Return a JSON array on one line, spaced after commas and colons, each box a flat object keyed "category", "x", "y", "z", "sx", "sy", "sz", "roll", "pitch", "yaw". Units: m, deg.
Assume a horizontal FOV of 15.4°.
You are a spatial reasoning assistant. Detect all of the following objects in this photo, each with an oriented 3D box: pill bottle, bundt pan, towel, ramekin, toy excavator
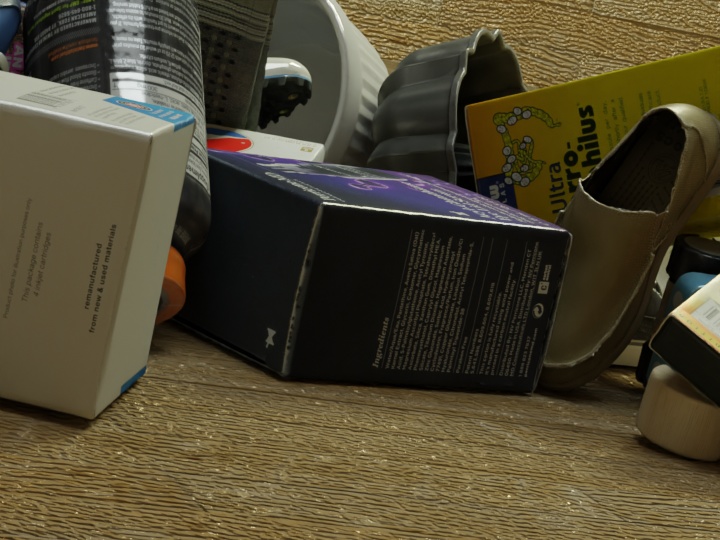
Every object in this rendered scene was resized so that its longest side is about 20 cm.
[{"category": "pill bottle", "x": -0.140, "y": -0.068, "z": 1.531, "sx": 0.105, "sy": 0.201, "sz": 0.106, "roll": -4, "pitch": -29, "yaw": -2}, {"category": "bundt pan", "x": 0.061, "y": -0.064, "z": 1.829, "sx": 0.075, "sy": 0.203, "sz": 0.202, "roll": -3, "pitch": 3, "yaw": 21}, {"category": "towel", "x": -0.153, "y": -0.152, "z": 1.702, "sx": 0.199, "sy": 0.193, "sz": 0.035, "roll": 19, "pitch": 44, "yaw": 2}, {"category": "ramekin", "x": -0.067, "y": -0.104, "z": 1.864, "sx": 0.199, "sy": 0.201, "sz": 0.105, "roll": 18, "pitch": -4, "yaw": 34}, {"category": "toy excavator", "x": 0.232, "y": 0.059, "z": 1.626, "sx": 0.193, "sy": 0.100, "sz": 0.200, "roll": 8, "pitch": 19, "yaw": -23}]

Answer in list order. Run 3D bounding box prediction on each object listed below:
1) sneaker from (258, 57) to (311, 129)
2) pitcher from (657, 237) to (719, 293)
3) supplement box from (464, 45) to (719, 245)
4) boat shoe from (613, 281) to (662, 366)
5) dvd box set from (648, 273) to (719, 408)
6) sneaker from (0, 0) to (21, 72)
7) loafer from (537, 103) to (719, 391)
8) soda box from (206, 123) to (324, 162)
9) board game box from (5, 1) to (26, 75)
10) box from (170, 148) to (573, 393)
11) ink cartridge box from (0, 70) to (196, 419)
[{"category": "sneaker", "x": -0.124, "y": -0.128, "z": 1.801, "sx": 0.199, "sy": 0.073, "sz": 0.072, "roll": -5, "pitch": -18, "yaw": 28}, {"category": "pitcher", "x": 0.273, "y": 0.007, "z": 1.959, "sx": 0.171, "sy": 0.122, "sz": 0.199, "roll": -7, "pitch": -17, "yaw": 42}, {"category": "supplement box", "x": 0.184, "y": -0.072, "z": 1.737, "sx": 0.199, "sy": 0.110, "sz": 0.109, "roll": -12, "pitch": -7, "yaw": 26}, {"category": "boat shoe", "x": 0.171, "y": 0.025, "z": 1.794, "sx": 0.199, "sy": 0.067, "sz": 0.070, "roll": 5, "pitch": 12, "yaw": -39}, {"category": "dvd box set", "x": 0.270, "y": 0.049, "z": 1.568, "sx": 0.146, "sy": 0.029, "sz": 0.200, "roll": 40, "pitch": 33, "yaw": 12}, {"category": "sneaker", "x": -0.216, "y": -0.066, "z": 1.493, "sx": 0.146, "sy": 0.081, "sz": 0.200, "roll": 32, "pitch": 57, "yaw": 16}, {"category": "loafer", "x": 0.151, "y": -0.022, "z": 1.631, "sx": 0.076, "sy": 0.201, "sz": 0.067, "roll": 25, "pitch": -7, "yaw": 31}, {"category": "soda box", "x": -0.128, "y": -0.059, "z": 1.694, "sx": 0.199, "sy": 0.064, "sz": 0.068, "roll": 10, "pitch": 21, "yaw": 9}, {"category": "board game box", "x": -0.299, "y": -0.097, "z": 1.600, "sx": 0.199, "sy": 0.160, "sz": 0.097, "roll": 7, "pitch": 10, "yaw": -35}, {"category": "box", "x": 0.000, "y": 0.000, "z": 1.591, "sx": 0.199, "sy": 0.105, "sz": 0.148, "roll": 6, "pitch": 12, "yaw": -40}, {"category": "ink cartridge box", "x": -0.202, "y": -0.027, "z": 1.340, "sx": 0.199, "sy": 0.146, "sz": 0.147, "roll": 13, "pitch": 8, "yaw": 4}]
